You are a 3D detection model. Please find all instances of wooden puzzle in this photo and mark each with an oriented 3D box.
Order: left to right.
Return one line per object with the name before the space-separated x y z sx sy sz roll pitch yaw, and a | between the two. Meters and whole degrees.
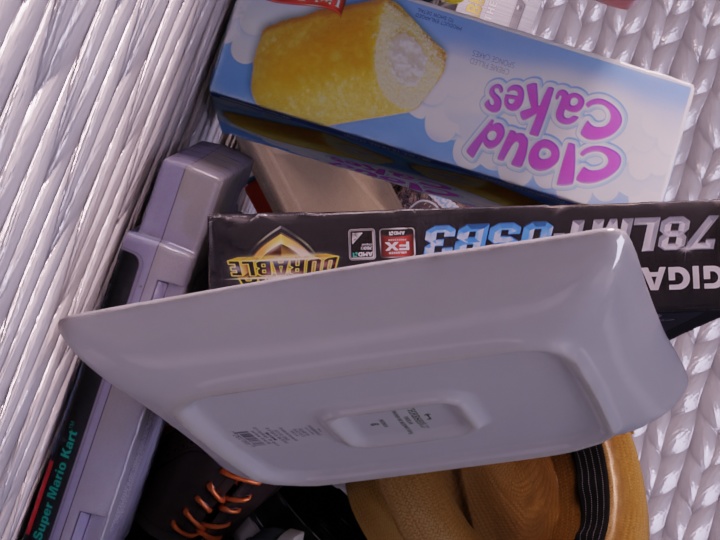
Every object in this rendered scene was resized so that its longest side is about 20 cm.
wooden puzzle | 0.000 0.000 1.212 0.200 0.037 0.185 68 19 5

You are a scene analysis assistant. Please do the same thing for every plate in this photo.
plate | 0.014 0.043 0.834 0.200 0.200 0.032 51 32 -68

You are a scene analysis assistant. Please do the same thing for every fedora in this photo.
fedora | 0.051 0.096 1.076 0.082 0.201 0.201 -36 -158 38

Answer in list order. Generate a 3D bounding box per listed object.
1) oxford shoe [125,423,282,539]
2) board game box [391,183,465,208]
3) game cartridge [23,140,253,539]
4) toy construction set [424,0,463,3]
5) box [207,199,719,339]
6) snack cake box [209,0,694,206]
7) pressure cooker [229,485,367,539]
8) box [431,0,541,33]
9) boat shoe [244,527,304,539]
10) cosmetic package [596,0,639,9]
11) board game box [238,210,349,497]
oxford shoe | -0.055 0.088 1.002 0.200 0.071 0.073 -35 -143 52
board game box | 0.034 -0.037 1.395 0.200 0.097 0.159 -49 -159 1
game cartridge | -0.094 0.046 0.931 0.130 0.038 0.200 -34 144 -82
toy construction set | 0.028 -0.212 1.159 0.200 0.092 0.131 -80 149 -47
box | 0.041 0.004 0.923 0.200 0.198 0.050 104 -16 -85
snack cake box | 0.038 -0.072 1.010 0.115 0.200 0.067 97 10 -84
pressure cooker | -0.054 0.192 1.203 0.200 0.179 0.176 -49 -170 18
box | 0.064 -0.188 1.293 0.158 0.048 0.200 -132 -120 -69
boat shoe | -0.072 0.149 0.967 0.200 0.062 0.073 -41 146 -73
cosmetic package | 0.076 -0.236 0.918 0.166 0.167 0.200 81 29 -86
board game box | -0.018 0.068 1.182 0.026 0.200 0.200 -45 -173 16
